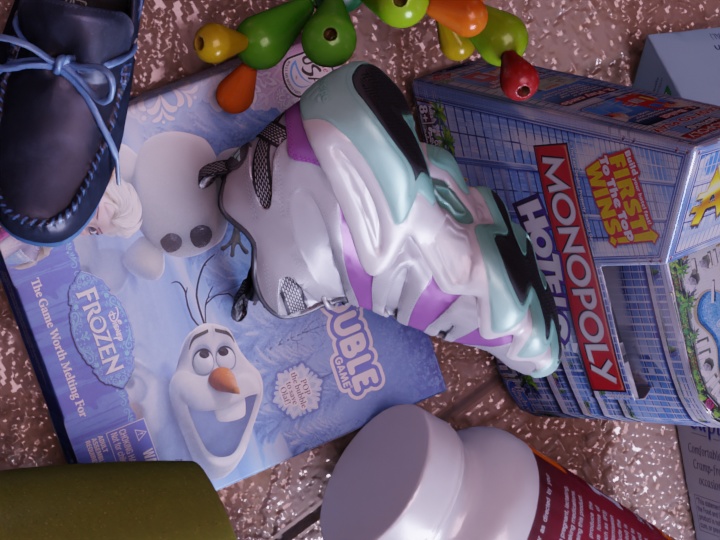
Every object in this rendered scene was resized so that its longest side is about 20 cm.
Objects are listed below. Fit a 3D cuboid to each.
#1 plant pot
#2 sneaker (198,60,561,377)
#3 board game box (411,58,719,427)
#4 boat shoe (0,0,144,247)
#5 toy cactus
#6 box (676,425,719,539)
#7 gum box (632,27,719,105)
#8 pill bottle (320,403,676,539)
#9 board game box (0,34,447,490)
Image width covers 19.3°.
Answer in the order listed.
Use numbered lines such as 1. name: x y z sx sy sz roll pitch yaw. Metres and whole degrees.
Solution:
1. plant pot: -0.153 0.167 0.985 0.199 0.187 0.189 -20 101 -15
2. sneaker: 0.000 0.000 1.038 0.139 0.078 0.200 -29 119 22
3. board game box: 0.128 -0.014 1.069 0.061 0.199 0.202 -20 100 -34
4. boat shoe: -0.144 -0.114 1.009 0.083 0.069 0.202 6 73 -8
5. toy cactus: -0.009 -0.151 1.051 0.198 0.166 0.103 8 137 -6
6. box: 0.281 0.080 1.186 0.183 0.105 0.202 -15 98 -19
7. gum box: 0.260 -0.052 1.128 0.169 0.201 0.045 -8 140 -17
8. pill bottle: 0.081 0.153 1.103 0.199 0.113 0.113 34 83 -27
9. board game box: -0.077 0.004 1.081 0.198 0.043 0.201 -23 101 -18
